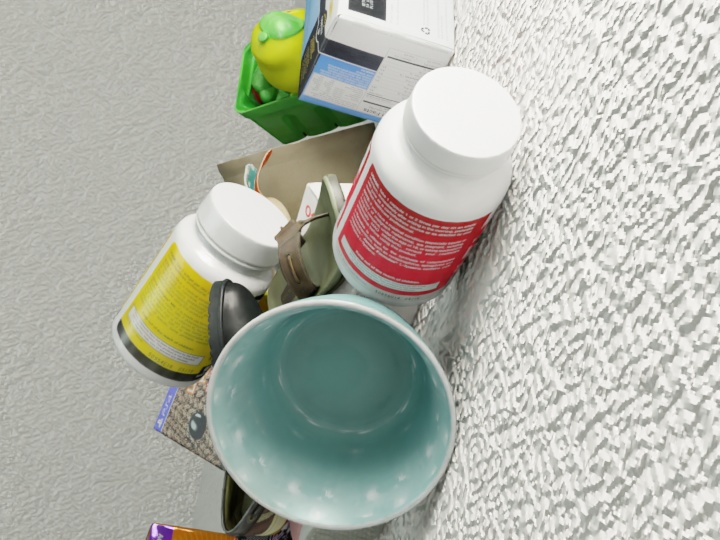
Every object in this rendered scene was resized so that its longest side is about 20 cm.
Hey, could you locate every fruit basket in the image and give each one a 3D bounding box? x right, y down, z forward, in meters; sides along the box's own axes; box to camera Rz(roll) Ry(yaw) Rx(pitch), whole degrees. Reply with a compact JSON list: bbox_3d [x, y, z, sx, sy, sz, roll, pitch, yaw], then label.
[{"bbox_3d":[-0.065,-0.259,1.378,0.216,0.215,0.156,114,164,-50],"label":"fruit basket"}]

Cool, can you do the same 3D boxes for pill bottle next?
[{"bbox_3d":[0.052,-0.064,0.911,0.200,0.112,0.112,117,162,-56],"label":"pill bottle"},{"bbox_3d":[-0.161,0.015,1.177,0.200,0.114,0.114,-52,22,26],"label":"pill bottle"}]

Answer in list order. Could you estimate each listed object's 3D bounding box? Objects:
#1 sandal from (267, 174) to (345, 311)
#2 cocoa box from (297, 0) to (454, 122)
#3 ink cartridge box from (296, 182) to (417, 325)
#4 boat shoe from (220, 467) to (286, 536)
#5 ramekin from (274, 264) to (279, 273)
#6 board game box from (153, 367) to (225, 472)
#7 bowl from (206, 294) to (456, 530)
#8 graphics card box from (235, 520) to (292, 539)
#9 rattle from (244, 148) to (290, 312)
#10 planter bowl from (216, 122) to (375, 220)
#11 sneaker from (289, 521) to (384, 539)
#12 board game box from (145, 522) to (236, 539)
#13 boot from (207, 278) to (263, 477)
[{"bbox_3d":[-0.056,-0.008,1.072,0.201,0.057,0.080,-59,41,46],"label":"sandal"},{"bbox_3d":[0.017,-0.277,1.241,0.131,0.133,0.200,123,156,-49],"label":"cocoa box"},{"bbox_3d":[-0.017,0.032,1.151,0.147,0.083,0.200,57,139,44],"label":"ink cartridge box"},{"bbox_3d":[-0.094,0.165,1.118,0.066,0.072,0.201,-2,-75,-57],"label":"boat shoe"},{"bbox_3d":[-0.114,0.024,1.541,0.202,0.094,0.203,-40,-23,-21],"label":"ramekin"},{"bbox_3d":[-0.129,0.154,1.361,0.200,0.097,0.160,17,84,47],"label":"board game box"},{"bbox_3d":[-0.018,0.100,0.947,0.105,0.200,0.201,-70,-4,-69],"label":"bowl"},{"bbox_3d":[-0.068,0.237,1.236,0.125,0.051,0.200,-18,-51,-52],"label":"graphics card box"},{"bbox_3d":[-0.132,-0.017,1.274,0.130,0.143,0.200,-146,39,-68],"label":"rattle"},{"bbox_3d":[-0.062,-0.092,1.418,0.200,0.200,0.135,-157,51,-79],"label":"planter bowl"},{"bbox_3d":[-0.030,0.230,1.120,0.200,0.075,0.105,107,158,-50],"label":"sneaker"},{"bbox_3d":[-0.179,0.439,1.382,0.200,0.199,0.200,119,159,-60],"label":"board game box"},{"bbox_3d":[-0.050,0.096,1.056,0.073,0.162,0.199,28,-126,-77],"label":"boot"}]
